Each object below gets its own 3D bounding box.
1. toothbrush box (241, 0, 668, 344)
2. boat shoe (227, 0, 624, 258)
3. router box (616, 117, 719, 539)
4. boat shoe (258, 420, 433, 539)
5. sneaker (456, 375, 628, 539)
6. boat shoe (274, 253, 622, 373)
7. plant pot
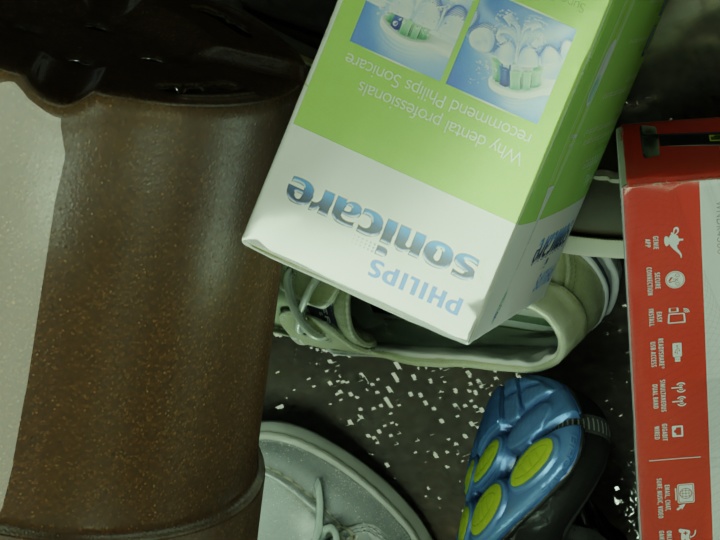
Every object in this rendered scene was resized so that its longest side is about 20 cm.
[{"bbox_3d":[0.050,-0.089,0.955,0.086,0.146,0.201,23,101,10],"label":"toothbrush box"},{"bbox_3d":[0.037,-0.051,1.071,0.200,0.072,0.061,13,105,9],"label":"boat shoe"},{"bbox_3d":[0.185,0.040,1.034,0.178,0.049,0.201,-4,118,5],"label":"router box"},{"bbox_3d":[0.000,0.153,1.209,0.074,0.065,0.203,-21,107,33],"label":"boat shoe"},{"bbox_3d":[0.078,0.106,1.129,0.082,0.071,0.200,8,145,4],"label":"sneaker"},{"bbox_3d":[0.000,0.000,1.123,0.199,0.062,0.072,2,118,24],"label":"boat shoe"},{"bbox_3d":[-0.109,0.007,1.003,0.199,0.200,0.199,19,110,14],"label":"plant pot"}]
